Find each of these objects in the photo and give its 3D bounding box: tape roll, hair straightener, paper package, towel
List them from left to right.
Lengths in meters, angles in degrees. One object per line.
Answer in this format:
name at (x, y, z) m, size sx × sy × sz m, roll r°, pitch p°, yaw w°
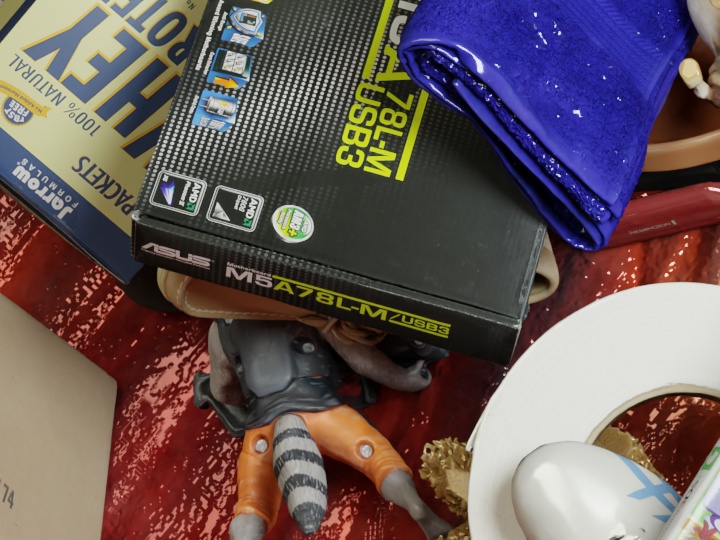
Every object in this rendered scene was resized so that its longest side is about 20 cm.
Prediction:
paper package at (-0.227, 0.105, 1.535) m, size 0.103 × 0.200 × 0.192 m, roll -10°, pitch 59°, yaw 27°
towel at (0.106, -0.128, 1.409) m, size 0.049 × 0.148 × 0.201 m, roll -18°, pitch 36°, yaw 44°
tape roll at (0.147, 0.106, 1.339) m, size 0.201 × 0.037 × 0.204 m, roll 0°, pitch 85°, yaw 5°
hair straightener at (0.195, -0.068, 1.471) m, size 0.199 × 0.041 × 0.077 m, roll -16°, pitch 55°, yaw 31°

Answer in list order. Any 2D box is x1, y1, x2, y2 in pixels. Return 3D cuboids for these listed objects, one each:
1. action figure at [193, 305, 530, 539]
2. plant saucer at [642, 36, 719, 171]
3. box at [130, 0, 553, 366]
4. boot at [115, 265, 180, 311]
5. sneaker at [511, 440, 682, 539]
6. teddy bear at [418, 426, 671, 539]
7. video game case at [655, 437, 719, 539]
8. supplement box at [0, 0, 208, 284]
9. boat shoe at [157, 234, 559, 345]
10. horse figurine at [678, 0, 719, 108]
action figure at (-0.009, 0.054, 1.494) m, size 0.199 × 0.105 × 0.194 m, roll -25°, pitch 60°, yaw 18°
plant saucer at (0.181, -0.124, 1.497) m, size 0.199 × 0.032 × 0.201 m, roll -20°, pitch 40°, yaw 17°
box at (0.006, -0.069, 1.433) m, size 0.192 × 0.048 × 0.201 m, roll 15°, pitch 59°, yaw 5°
boot at (-0.049, -0.048, 1.615) m, size 0.200 × 0.074 × 0.076 m, roll -34°, pitch 24°, yaw 14°
sneaker at (0.140, 0.154, 1.281) m, size 0.072 × 0.072 × 0.200 m, roll -40°, pitch 82°, yaw 1°
teddy bear at (0.063, 0.155, 1.400) m, size 0.200 × 0.067 × 0.145 m, roll -46°, pitch 68°, yaw -4°
video game case at (0.247, 0.108, 1.261) m, size 0.183 × 0.200 × 0.022 m, roll -56°, pitch 8°, yaw -9°
supplement box at (-0.132, -0.121, 1.596) m, size 0.200 × 0.134 × 0.200 m, roll -51°, pitch 17°, yaw -3°
boat shoe at (0.000, 0.000, 1.458) m, size 0.199 × 0.072 × 0.065 m, roll -7°, pitch 53°, yaw -13°
horse figurine at (0.175, -0.132, 1.392) m, size 0.050 × 0.132 × 0.201 m, roll -27°, pitch 66°, yaw 21°
